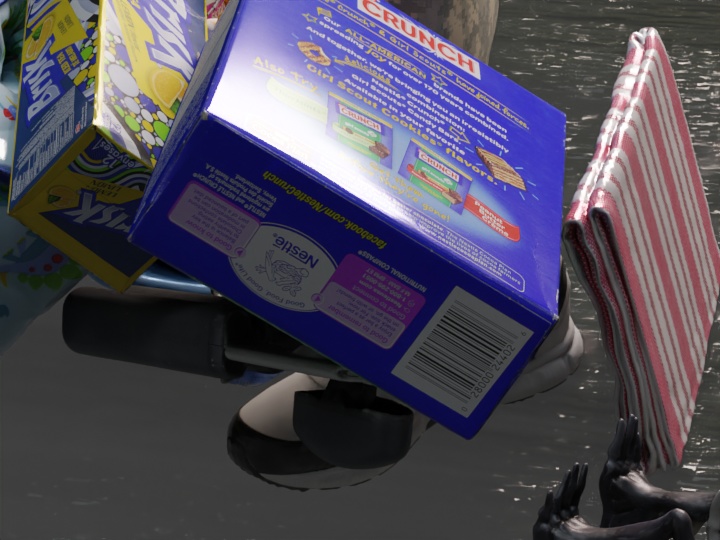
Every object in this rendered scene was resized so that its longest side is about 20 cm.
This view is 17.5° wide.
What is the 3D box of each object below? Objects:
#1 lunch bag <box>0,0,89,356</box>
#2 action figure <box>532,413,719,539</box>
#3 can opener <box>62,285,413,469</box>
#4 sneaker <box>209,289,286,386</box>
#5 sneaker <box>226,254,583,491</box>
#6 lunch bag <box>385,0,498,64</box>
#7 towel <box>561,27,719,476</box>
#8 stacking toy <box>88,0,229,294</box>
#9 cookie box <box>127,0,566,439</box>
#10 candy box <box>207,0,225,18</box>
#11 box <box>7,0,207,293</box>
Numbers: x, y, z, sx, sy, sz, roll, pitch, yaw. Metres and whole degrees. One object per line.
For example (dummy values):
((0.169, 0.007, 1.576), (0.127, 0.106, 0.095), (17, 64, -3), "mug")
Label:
((-0.206, -0.037, 1.159), (0.170, 0.127, 0.200), (-43, 30, 21), "lunch bag")
((0.171, 0.117, 0.945), (0.200, 0.102, 0.119), (17, 25, 34), "action figure")
((-0.057, 0.048, 1.056), (0.200, 0.067, 0.053), (6, 6, 43), "can opener")
((0.000, 0.000, 1.184), (0.089, 0.079, 0.200), (15, 36, 34), "sneaker")
((0.019, 0.037, 1.119), (0.200, 0.080, 0.074), (-26, 39, -29), "sneaker")
((0.026, -0.168, 1.377), (0.117, 0.164, 0.200), (9, 32, 15), "lunch bag")
((0.136, -0.013, 1.125), (0.030, 0.147, 0.200), (-7, 28, 20), "towel")
((-0.074, -0.087, 1.199), (0.110, 0.200, 0.116), (6, 23, -39), "stacking toy")
((0.003, -0.043, 1.023), (0.171, 0.075, 0.200), (31, 28, -10), "cookie box")
((-0.160, -0.206, 1.566), (0.200, 0.061, 0.136), (12, 35, 26), "candy box")
((-0.115, -0.084, 1.092), (0.064, 0.070, 0.200), (-41, 29, 24), "box")
